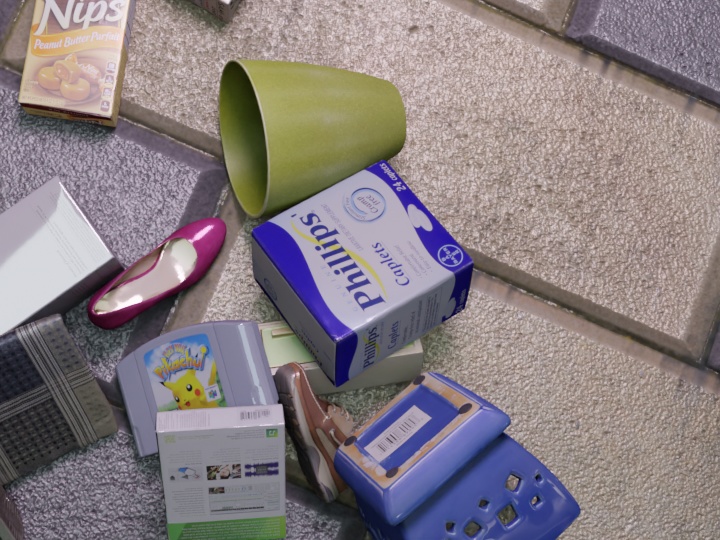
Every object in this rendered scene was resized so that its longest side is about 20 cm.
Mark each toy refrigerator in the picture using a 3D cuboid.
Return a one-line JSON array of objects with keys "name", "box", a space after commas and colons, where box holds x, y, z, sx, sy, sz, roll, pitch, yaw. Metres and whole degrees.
[{"name": "toy refrigerator", "box": [-0.029, 0.098, 1.312, 0.198, 0.070, 0.076, -8, 54, -7]}]

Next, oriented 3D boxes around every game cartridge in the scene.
[{"name": "game cartridge", "box": [-0.198, 0.134, 1.273, 0.198, 0.040, 0.135, -20, 81, 22]}]

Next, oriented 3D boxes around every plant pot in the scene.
[{"name": "plant pot", "box": [-0.051, -0.172, 1.315, 0.198, 0.187, 0.189, -11, 84, -22]}, {"name": "plant pot", "box": [0.093, 0.242, 1.223, 0.199, 0.200, 0.181, -39, 113, -11]}]

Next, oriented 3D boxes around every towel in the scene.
[{"name": "towel", "box": [-0.398, 0.155, 1.241, 0.191, 0.035, 0.201, -24, 130, -12]}]

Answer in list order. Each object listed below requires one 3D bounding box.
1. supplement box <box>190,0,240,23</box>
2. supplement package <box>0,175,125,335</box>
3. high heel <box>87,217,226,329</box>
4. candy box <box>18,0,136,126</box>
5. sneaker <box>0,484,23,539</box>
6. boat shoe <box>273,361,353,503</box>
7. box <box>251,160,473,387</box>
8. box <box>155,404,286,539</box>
[{"name": "supplement box", "box": [-0.221, -0.425, 1.364, 0.199, 0.074, 0.127, 29, 82, -3]}, {"name": "supplement package", "box": [-0.397, 0.003, 1.269, 0.199, 0.121, 0.120, -37, 88, -10]}, {"name": "high heel", "box": [-0.244, -0.001, 1.299, 0.199, 0.096, 0.068, -34, 88, -9]}, {"name": "candy box", "box": [-0.348, -0.289, 1.342, 0.114, 0.055, 0.202, 8, 83, -5]}, {"name": "sneaker", "box": [-0.465, 0.260, 1.210, 0.105, 0.075, 0.201, -18, 128, -5]}, {"name": "boat shoe", "box": [-0.048, 0.184, 1.283, 0.071, 0.076, 0.201, -28, 126, -18]}, {"name": "box", "box": [0.000, 0.000, 1.276, 0.199, 0.105, 0.184, -30, 63, -20]}, {"name": "box", "box": [-0.158, 0.240, 1.248, 0.143, 0.036, 0.202, -2, 127, -7]}]
